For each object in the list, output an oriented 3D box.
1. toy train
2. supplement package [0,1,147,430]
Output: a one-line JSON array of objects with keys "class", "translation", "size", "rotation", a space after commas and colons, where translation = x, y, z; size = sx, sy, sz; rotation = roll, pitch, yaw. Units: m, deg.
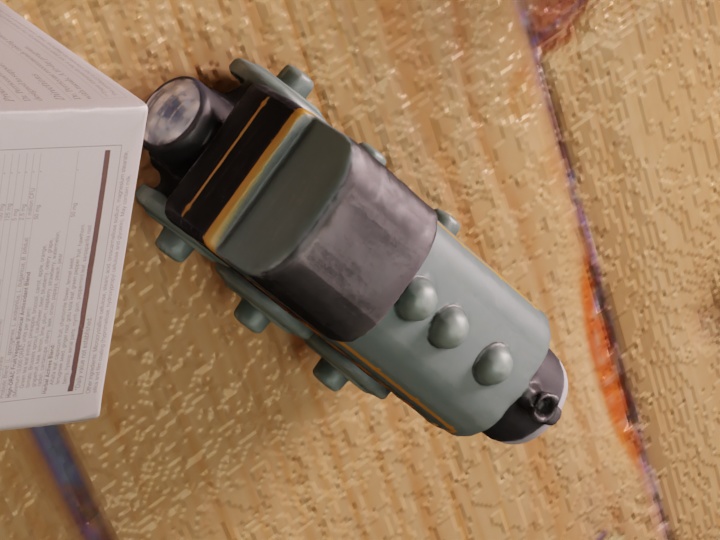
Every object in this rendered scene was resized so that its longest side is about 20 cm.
[{"class": "toy train", "translation": [0.000, 0.000, 0.904], "size": [0.085, 0.114, 0.200], "rotation": [-51, 133, -3]}, {"class": "supplement package", "translation": [-0.183, -0.016, 0.756], "size": [0.199, 0.109, 0.115], "rotation": [-4, 115, -37]}]
